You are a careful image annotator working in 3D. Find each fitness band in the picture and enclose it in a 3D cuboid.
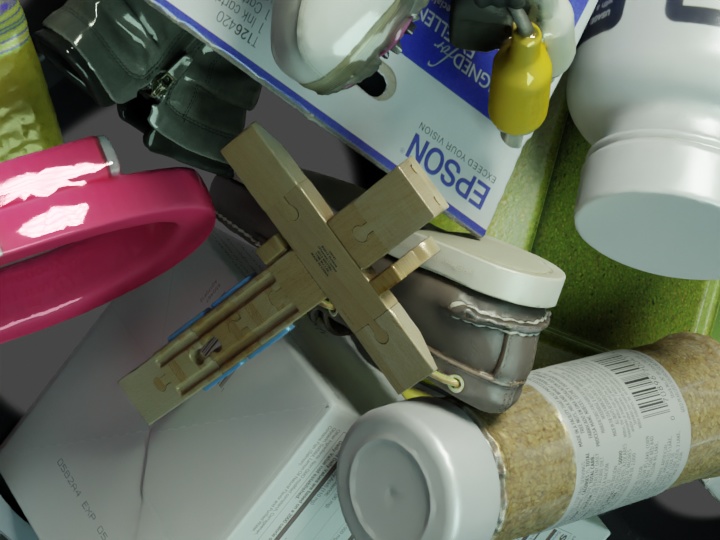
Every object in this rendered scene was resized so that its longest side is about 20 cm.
[{"bbox_3d":[-0.154,0.000,0.905,0.200,0.038,0.144,-18,168,-20],"label":"fitness band"}]

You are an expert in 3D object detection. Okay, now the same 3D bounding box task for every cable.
[{"bbox_3d":[0.059,-0.111,0.791,0.050,0.200,0.097,8,80,1],"label":"cable"}]

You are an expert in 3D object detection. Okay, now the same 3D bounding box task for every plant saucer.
[{"bbox_3d":[0.112,-0.027,1.044,0.199,0.048,0.201,20,84,-43],"label":"plant saucer"}]

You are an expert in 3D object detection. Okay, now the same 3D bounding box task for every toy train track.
[{"bbox_3d":[-0.029,0.008,0.895,0.200,0.115,0.033,-36,180,44],"label":"toy train track"}]

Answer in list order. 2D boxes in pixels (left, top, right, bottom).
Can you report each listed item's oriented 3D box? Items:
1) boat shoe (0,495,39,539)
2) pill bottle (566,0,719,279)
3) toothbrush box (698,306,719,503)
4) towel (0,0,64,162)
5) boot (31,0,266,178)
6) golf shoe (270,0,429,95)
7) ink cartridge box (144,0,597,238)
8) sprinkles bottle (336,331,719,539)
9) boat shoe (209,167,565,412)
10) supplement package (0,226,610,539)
[{"bbox_3d":[-0.189,0.123,1.013,0.066,0.070,0.200,-19,138,19],"label":"boat shoe"},{"bbox_3d":[0.147,-0.103,0.956,0.111,0.111,0.200,39,58,-46],"label":"pill bottle"},{"bbox_3d":[0.251,0.041,1.202,0.200,0.086,0.146,-42,149,4],"label":"toothbrush box"},{"bbox_3d":[-0.195,-0.081,0.871,0.143,0.023,0.200,-25,134,-15],"label":"towel"},{"bbox_3d":[-0.034,-0.094,0.918,0.200,0.068,0.131,28,87,-36],"label":"boot"},{"bbox_3d":[-0.008,-0.160,0.789,0.092,0.073,0.201,20,74,-28],"label":"golf shoe"},{"bbox_3d":[0.014,-0.147,0.871,0.197,0.047,0.200,34,79,-34],"label":"ink cartridge box"},{"bbox_3d":[0.082,0.073,0.950,0.200,0.068,0.068,-11,130,-44],"label":"sprinkles bottle"},{"bbox_3d":[0.000,0.000,0.937,0.072,0.200,0.060,5,103,-44],"label":"boat shoe"},{"bbox_3d":[-0.026,0.102,1.037,0.200,0.152,0.151,28,105,-44],"label":"supplement package"}]
